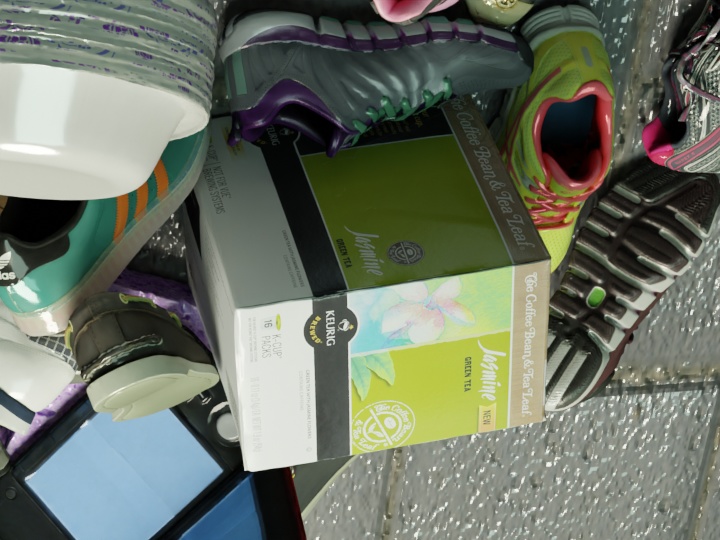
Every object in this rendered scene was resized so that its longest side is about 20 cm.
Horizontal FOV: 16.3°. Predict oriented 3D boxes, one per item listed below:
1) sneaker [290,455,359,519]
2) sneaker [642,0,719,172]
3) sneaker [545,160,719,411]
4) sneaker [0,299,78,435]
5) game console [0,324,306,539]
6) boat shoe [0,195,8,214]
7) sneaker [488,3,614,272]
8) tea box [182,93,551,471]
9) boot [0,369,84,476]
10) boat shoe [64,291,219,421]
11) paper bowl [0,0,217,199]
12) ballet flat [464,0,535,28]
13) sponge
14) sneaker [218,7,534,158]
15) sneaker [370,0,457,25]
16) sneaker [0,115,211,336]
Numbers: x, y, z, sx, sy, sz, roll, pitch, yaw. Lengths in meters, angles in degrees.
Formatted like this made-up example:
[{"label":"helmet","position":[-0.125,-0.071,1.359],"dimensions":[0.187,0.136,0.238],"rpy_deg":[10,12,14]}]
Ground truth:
[{"label":"sneaker","position":[-0.050,0.119,1.695],"dimensions":[0.106,0.075,0.201],"rpy_deg":[-27,150,-56]},{"label":"sneaker","position":[0.235,-0.143,1.610],"dimensions":[0.074,0.081,0.201],"rpy_deg":[-2,127,-13]},{"label":"sneaker","position":[0.173,0.014,1.727],"dimensions":[0.200,0.076,0.116],"rpy_deg":[-51,166,-6]},{"label":"sneaker","position":[-0.257,0.013,1.546],"dimensions":[0.200,0.076,0.081],"rpy_deg":[38,89,8]},{"label":"game console","position":[-0.145,0.164,1.620],"dimensions":[0.200,0.119,0.173],"rpy_deg":[-42,90,16]},{"label":"boat shoe","position":[-0.218,-0.058,1.550],"dimensions":[0.071,0.065,0.200],"rpy_deg":[-42,144,-1]},{"label":"sneaker","position":[0.122,-0.066,1.627],"dimensions":[0.078,0.091,0.201],"rpy_deg":[-6,129,-14]},{"label":"tea box","position":[0.000,0.000,1.569],"dimensions":[0.195,0.200,0.134],"rpy_deg":[-9,128,-9]},{"label":"boot","position":[-0.241,0.081,1.640],"dimensions":[0.198,0.068,0.131],"rpy_deg":[0,130,4]},{"label":"boat shoe","position":[-0.132,0.050,1.516],"dimensions":[0.071,0.061,0.201],"rpy_deg":[-25,172,0]},{"label":"paper bowl","position":[-0.180,-0.100,1.370],"dimensions":[0.199,0.200,0.105],"rpy_deg":[9,81,-22]},{"label":"ballet flat","position":[0.111,-0.230,1.521],"dimensions":[0.066,0.057,0.201],"rpy_deg":[10,122,-22]},{"label":"sponge","position":[-0.171,0.089,1.695],"dimensions":[0.111,0.030,0.201],"rpy_deg":[16,120,-26]},{"label":"sneaker","position":[0.010,-0.107,1.554],"dimensions":[0.198,0.088,0.074],"rpy_deg":[2,162,-11]},{"label":"sneaker","position":[0.055,-0.228,1.471],"dimensions":[0.079,0.095,0.201],"rpy_deg":[27,120,10]},{"label":"sneaker","position":[-0.156,-0.058,1.500],"dimensions":[0.071,0.201,0.080],"rpy_deg":[8,141,31]}]
